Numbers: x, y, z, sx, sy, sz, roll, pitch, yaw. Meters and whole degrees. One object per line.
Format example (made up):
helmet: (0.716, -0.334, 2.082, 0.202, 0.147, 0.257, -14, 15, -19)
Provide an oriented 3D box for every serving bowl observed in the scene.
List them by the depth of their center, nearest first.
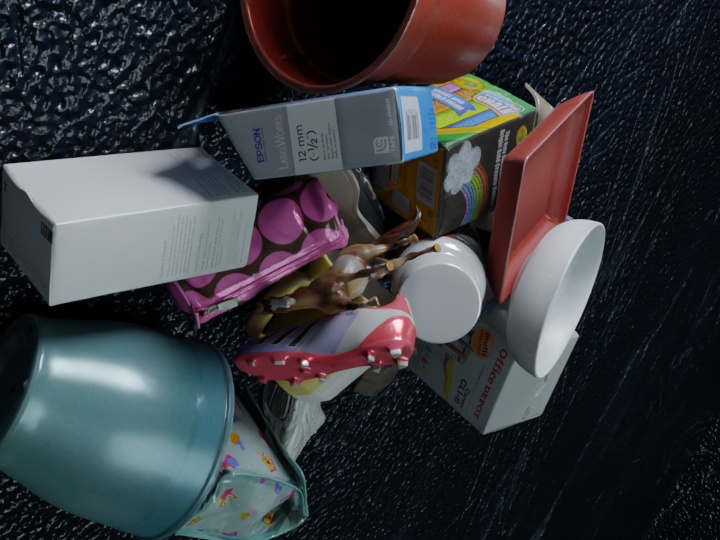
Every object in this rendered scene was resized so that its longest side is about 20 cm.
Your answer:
serving bowl: (0.228, 0.027, 1.039, 0.200, 0.065, 0.202, -46, 149, -38)

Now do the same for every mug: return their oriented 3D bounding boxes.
mug: (-0.052, 0.063, 1.009, 0.186, 0.150, 0.153, 37, 101, -24)

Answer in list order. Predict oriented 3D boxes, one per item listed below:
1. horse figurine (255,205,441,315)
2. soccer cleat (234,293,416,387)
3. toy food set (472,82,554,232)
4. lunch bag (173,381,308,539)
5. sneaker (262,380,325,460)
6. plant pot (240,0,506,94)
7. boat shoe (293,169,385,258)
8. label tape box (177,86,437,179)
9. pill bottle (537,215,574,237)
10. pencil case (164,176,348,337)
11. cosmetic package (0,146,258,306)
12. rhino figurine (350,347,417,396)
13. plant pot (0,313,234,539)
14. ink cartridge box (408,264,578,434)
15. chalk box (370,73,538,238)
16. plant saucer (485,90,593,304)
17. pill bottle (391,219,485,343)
horse figurine: (0.000, 0.000, 0.885, 0.200, 0.131, 0.050, -42, 112, -48)
soccer cleat: (-0.038, 0.073, 0.907, 0.197, 0.077, 0.067, -8, 146, 13)
toy food set: (0.200, -0.146, 1.164, 0.202, 0.060, 0.143, -59, 154, 11)
lunch bag: (-0.152, 0.215, 0.978, 0.122, 0.171, 0.199, -48, 144, 9)
sneaker: (-0.088, 0.216, 1.128, 0.099, 0.078, 0.202, -7, 126, -47)
plant pot: (0.026, -0.256, 0.781, 0.194, 0.200, 0.203, -7, 125, -53)
boat shoe: (-0.021, -0.090, 0.980, 0.201, 0.072, 0.063, 59, 31, -46)
label tape box: (-0.041, -0.121, 0.763, 0.143, 0.197, 0.067, -36, 118, -70)
pill bottle: (0.257, -0.022, 1.219, 0.117, 0.115, 0.199, -64, 162, 16)
pencil case: (-0.106, -0.018, 0.881, 0.198, 0.094, 0.092, -31, 130, -16)
cosmetic package: (-0.204, -0.046, 0.759, 0.198, 0.113, 0.082, -13, 129, -38)
rhino figurine: (0.030, 0.116, 1.136, 0.087, 0.060, 0.200, -38, 168, -21)
plant pot: (-0.252, 0.132, 0.802, 0.187, 0.200, 0.202, 28, 99, -37)
ink cartridge box: (0.175, 0.106, 1.212, 0.143, 0.199, 0.147, -7, 125, -43)
chalk box: (0.124, -0.148, 1.017, 0.198, 0.124, 0.126, -25, 135, -33)
plant saucer: (0.208, -0.092, 1.013, 0.199, 0.036, 0.202, -43, 146, -42)
pill bottle: (0.094, 0.001, 1.029, 0.200, 0.112, 0.115, -78, -170, -69)
